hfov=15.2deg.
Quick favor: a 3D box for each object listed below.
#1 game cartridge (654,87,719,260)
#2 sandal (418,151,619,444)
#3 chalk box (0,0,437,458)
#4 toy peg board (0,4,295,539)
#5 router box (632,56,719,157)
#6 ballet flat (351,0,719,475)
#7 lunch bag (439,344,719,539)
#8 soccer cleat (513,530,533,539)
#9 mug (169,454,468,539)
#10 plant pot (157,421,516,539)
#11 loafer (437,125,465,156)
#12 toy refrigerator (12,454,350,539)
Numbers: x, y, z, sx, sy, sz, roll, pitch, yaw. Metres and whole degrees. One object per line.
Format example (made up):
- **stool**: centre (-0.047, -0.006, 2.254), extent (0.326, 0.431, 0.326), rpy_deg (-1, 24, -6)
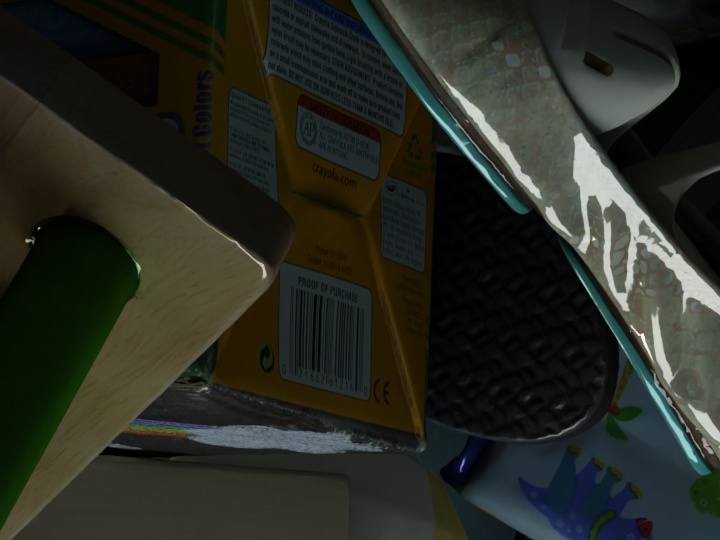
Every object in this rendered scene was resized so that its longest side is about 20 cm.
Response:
- **game cartridge**: centre (0.160, -0.017, 0.722), extent (0.133, 0.041, 0.200), rpy_deg (38, 140, -15)
- **sandal**: centre (0.009, -0.005, 0.823), extent (0.199, 0.076, 0.045), rpy_deg (25, -173, 41)
- **chalk box**: centre (-0.092, -0.013, 0.778), extent (0.199, 0.125, 0.125), rpy_deg (-3, 168, 29)
- **toy peg board**: centre (-0.155, 0.012, 0.635), extent (0.199, 0.098, 0.200), rpy_deg (35, 138, -11)
- **router box**: centre (0.195, -0.027, 0.813), extent (0.199, 0.051, 0.149), rpy_deg (-2, 167, 26)
- **ballet flat**: centre (0.068, -0.031, 0.692), extent (0.062, 0.068, 0.200), rpy_deg (-30, 118, 16)
- **lunch bag**: centre (0.148, 0.068, 0.995), extent (0.170, 0.128, 0.200), rpy_deg (30, -164, 20)
- **soccer cleat**: centre (0.108, 0.097, 1.105), extent (0.067, 0.200, 0.081), rpy_deg (23, 134, 9)
- **mug**: centre (-0.020, 0.143, 0.947), extent (0.149, 0.154, 0.186), rpy_deg (3, 161, 35)
- **plant pot**: centre (-0.069, 0.116, 1.088), extent (0.199, 0.197, 0.196), rpy_deg (-9, 179, -45)
- **loafer**: centre (0.000, 0.000, 0.933), extent (0.069, 0.070, 0.200), rpy_deg (-1, 171, -19)
- **toy refrigerator**: centre (-0.108, 0.094, 0.811), extent (0.199, 0.076, 0.070), rpy_deg (5, 170, -17)
